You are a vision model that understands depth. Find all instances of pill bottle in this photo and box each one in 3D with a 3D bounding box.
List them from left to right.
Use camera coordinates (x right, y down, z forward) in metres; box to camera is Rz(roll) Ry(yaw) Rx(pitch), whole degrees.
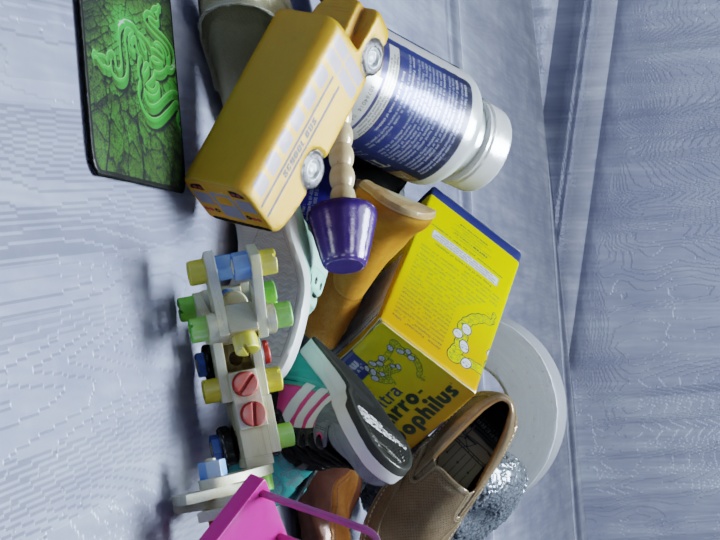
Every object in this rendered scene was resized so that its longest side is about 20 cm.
[{"bbox_3d":[0.037,-0.142,1.784,0.199,0.111,0.112,24,54,-37],"label":"pill bottle"}]

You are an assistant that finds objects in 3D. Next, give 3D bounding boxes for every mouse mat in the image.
[{"bbox_3d":[-0.158,-0.139,1.408,0.200,0.007,0.163,7,77,-78],"label":"mouse mat"}]

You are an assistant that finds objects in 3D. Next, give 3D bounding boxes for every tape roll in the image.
[{"bbox_3d":[0.101,0.139,2.001,0.066,0.198,0.202,6,79,-77],"label":"tape roll"}]

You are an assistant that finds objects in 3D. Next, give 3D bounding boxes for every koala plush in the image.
[{"bbox_3d":[0.053,0.255,1.852,0.177,0.182,0.202,43,54,-70],"label":"koala plush"}]

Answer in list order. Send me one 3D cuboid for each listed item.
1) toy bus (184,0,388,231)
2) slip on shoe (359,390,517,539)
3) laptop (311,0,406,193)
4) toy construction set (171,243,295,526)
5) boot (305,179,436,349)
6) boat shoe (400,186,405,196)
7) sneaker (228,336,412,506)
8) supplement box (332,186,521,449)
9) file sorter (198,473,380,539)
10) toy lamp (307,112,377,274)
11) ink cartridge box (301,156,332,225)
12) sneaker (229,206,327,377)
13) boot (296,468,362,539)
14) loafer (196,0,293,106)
[{"bbox_3d":[-0.053,-0.126,1.534,0.201,0.065,0.078,-63,144,-21],"label":"toy bus"},{"bbox_3d":[0.070,0.188,1.753,0.200,0.076,0.061,-49,-178,-14],"label":"slip on shoe"},{"bbox_3d":[-0.018,-0.165,1.888,0.178,0.103,0.200,53,49,-19],"label":"laptop"},{"bbox_3d":[-0.086,0.086,1.433,0.131,0.091,0.202,157,-63,-78],"label":"toy construction set"},{"bbox_3d":[-0.001,0.000,1.714,0.201,0.070,0.145,-155,-92,-79],"label":"boot"},{"bbox_3d":[0.016,-0.071,1.956,0.076,0.060,0.201,50,-16,54],"label":"boat shoe"},{"bbox_3d":[-0.040,0.136,1.530,0.084,0.121,0.200,42,4,-24],"label":"sneaker"},{"bbox_3d":[0.054,0.043,1.811,0.109,0.109,0.201,36,40,-11],"label":"supplement box"},{"bbox_3d":[-0.040,0.268,1.366,0.139,0.125,0.201,-51,142,-32],"label":"file sorter"},{"bbox_3d":[-0.017,-0.096,1.633,0.058,0.058,0.202,58,27,-63],"label":"toy lamp"},{"bbox_3d":[-0.026,-0.029,1.876,0.201,0.039,0.100,71,19,-44],"label":"ink cartridge box"},{"bbox_3d":[-0.057,0.027,1.616,0.118,0.073,0.202,59,25,-49],"label":"sneaker"},{"bbox_3d":[-0.043,0.228,1.686,0.188,0.068,0.202,64,30,-76],"label":"boot"},{"bbox_3d":[-0.079,-0.153,1.606,0.201,0.075,0.069,69,13,-51],"label":"loafer"}]
